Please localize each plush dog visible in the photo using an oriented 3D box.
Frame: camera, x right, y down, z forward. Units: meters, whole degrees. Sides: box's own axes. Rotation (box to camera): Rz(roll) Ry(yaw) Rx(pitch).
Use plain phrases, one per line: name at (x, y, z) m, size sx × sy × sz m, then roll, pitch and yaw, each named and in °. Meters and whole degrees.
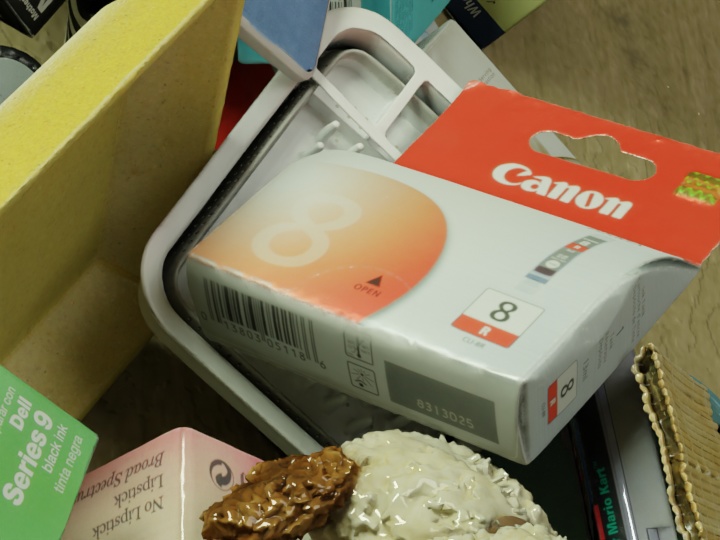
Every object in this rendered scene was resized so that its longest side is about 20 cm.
plush dog at (0.038, 0.124, 0.764) m, size 0.200 × 0.161 × 0.172 m, roll 32°, pitch 16°, yaw -46°

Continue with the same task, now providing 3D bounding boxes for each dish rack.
dish rack at (0.000, 0.000, 0.945) m, size 0.172 × 0.043 × 0.200 m, roll 43°, pitch 54°, yaw -11°

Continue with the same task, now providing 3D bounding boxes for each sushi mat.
sushi mat at (0.142, 0.087, 0.900) m, size 0.200 × 0.012 × 0.096 m, roll 29°, pitch 46°, yaw -73°

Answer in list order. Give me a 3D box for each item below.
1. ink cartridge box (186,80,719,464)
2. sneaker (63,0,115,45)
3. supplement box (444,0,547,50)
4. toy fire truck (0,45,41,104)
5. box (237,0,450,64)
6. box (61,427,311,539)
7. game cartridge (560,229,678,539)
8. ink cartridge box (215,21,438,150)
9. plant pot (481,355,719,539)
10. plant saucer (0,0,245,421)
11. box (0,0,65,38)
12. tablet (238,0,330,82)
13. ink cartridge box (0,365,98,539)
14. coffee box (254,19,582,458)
ink cartridge box at (0.053, -0.021, 0.869) m, size 0.200 × 0.162 × 0.050 m, roll -46°, pitch 141°, yaw -34°
sneaker at (-0.089, -0.156, 1.027) m, size 0.075 × 0.116 × 0.201 m, roll 15°, pitch 45°, yaw 4°
supplement box at (0.097, -0.279, 1.258) m, size 0.200 × 0.199 × 0.134 m, roll 49°, pitch 38°, yaw -9°
toy fire truck at (-0.232, -0.057, 0.826) m, size 0.176 × 0.128 × 0.200 m, roll 50°, pitch 50°, yaw -9°
box at (0.001, -0.156, 1.123) m, size 0.200 × 0.082 × 0.049 m, roll -55°, pitch 147°, yaw -64°
box at (-0.070, 0.182, 0.800) m, size 0.109 × 0.128 × 0.201 m, roll 30°, pitch 44°, yaw -39°
game cartridge at (0.107, 0.098, 0.892) m, size 0.130 × 0.038 × 0.201 m, roll 70°, pitch 9°, yaw -57°
ink cartridge box at (0.000, -0.052, 1.116) m, size 0.200 × 0.047 × 0.161 m, roll -13°, pitch 74°, yaw -53°
plant pot at (0.116, 0.117, 1.049) m, size 0.200 × 0.135 × 0.201 m, roll 27°, pitch 46°, yaw -33°
plant saucer at (-0.124, -0.008, 0.848) m, size 0.048 × 0.201 × 0.200 m, roll 26°, pitch 45°, yaw 10°
box at (-0.127, -0.228, 0.877) m, size 0.047 × 0.193 × 0.200 m, roll 33°, pitch -14°, yaw 35°
tablet at (-0.036, -0.195, 0.915) m, size 0.130 × 0.014 × 0.201 m, roll 36°, pitch 60°, yaw -54°
ink cartridge box at (-0.213, 0.056, 0.728) m, size 0.200 × 0.146 × 0.084 m, roll 39°, pitch 41°, yaw -21°
coffee box at (0.011, -0.010, 1.034) m, size 0.114 × 0.080 × 0.200 m, roll 47°, pitch 53°, yaw -8°
